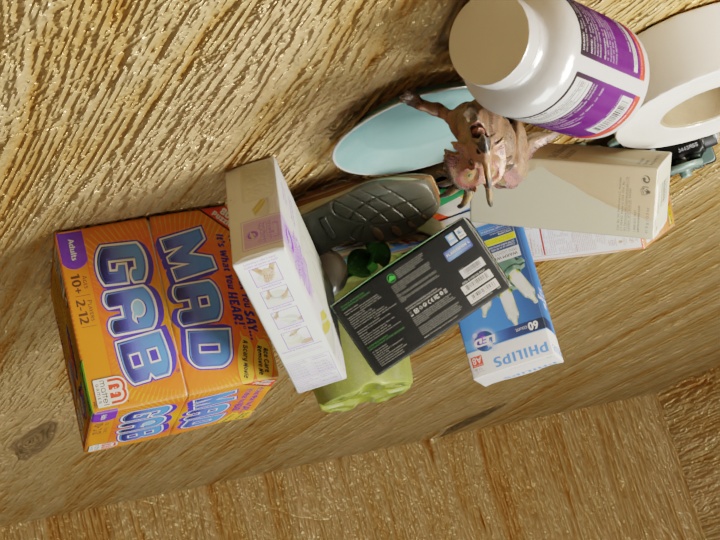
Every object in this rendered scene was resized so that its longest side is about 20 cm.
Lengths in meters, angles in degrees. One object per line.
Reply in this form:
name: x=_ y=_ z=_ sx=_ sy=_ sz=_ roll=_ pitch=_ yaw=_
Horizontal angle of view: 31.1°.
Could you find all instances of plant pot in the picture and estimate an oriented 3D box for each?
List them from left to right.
plant pot: x=-0.015 y=0.087 z=1.751 sx=0.200 sy=0.185 sz=0.200 roll=-14 pitch=165 yaw=-4

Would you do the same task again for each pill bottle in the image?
pill bottle: x=0.162 y=-0.181 z=1.118 sx=0.112 sy=0.113 sz=0.200 roll=-26 pitch=161 yaw=33

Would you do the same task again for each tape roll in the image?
tape roll: x=0.347 y=-0.198 z=1.324 sx=0.202 sy=0.071 sz=0.203 roll=-15 pitch=164 yaw=-4

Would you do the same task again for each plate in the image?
plate: x=0.065 y=-0.148 z=1.304 sx=0.199 sy=0.026 sz=0.200 roll=-15 pitch=164 yaw=-4

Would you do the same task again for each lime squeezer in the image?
lime squeezer: x=0.000 y=0.000 z=1.512 sx=0.038 sy=0.071 sz=0.200 roll=35 pitch=158 yaw=-13

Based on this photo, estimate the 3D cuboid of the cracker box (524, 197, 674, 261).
cracker box: x=0.278 y=-0.055 z=1.626 sx=0.199 sy=0.058 sz=0.134 roll=-6 pitch=-169 yaw=31

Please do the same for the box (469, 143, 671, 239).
box: x=0.223 y=-0.089 z=1.379 sx=0.199 sy=0.078 sz=0.095 roll=6 pitch=-162 yaw=19

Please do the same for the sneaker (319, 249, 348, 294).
sneaker: x=-0.073 y=0.006 z=1.528 sx=0.088 sy=0.076 sz=0.200 roll=-8 pitch=178 yaw=-45

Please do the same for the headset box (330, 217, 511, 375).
headset box: x=0.072 y=0.024 z=1.440 sx=0.174 sy=0.093 sz=0.200 roll=-34 pitch=178 yaw=7

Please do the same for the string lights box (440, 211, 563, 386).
string lights box: x=0.163 y=0.027 z=1.547 sx=0.102 sy=0.201 sz=0.059 roll=-20 pitch=160 yaw=15

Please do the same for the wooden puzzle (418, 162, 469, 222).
wooden puzzle: x=0.112 y=-0.087 z=1.543 sx=0.185 sy=0.037 sz=0.200 roll=-26 pitch=162 yaw=32

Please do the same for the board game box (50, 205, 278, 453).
board game box: x=-0.225 y=0.068 z=1.440 sx=0.199 sy=0.201 sz=0.200 roll=-11 pitch=164 yaw=-18

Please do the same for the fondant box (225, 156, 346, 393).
fondant box: x=-0.076 y=0.006 z=1.327 sx=0.058 sy=0.145 sz=0.200 roll=-18 pitch=133 yaw=7

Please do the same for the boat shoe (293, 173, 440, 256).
boat shoe: x=-0.011 y=-0.072 z=1.419 sx=0.199 sy=0.074 sz=0.076 roll=-14 pitch=123 yaw=17

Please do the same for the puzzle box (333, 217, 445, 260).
puzzle box: x=-0.013 y=-0.037 z=1.543 sx=0.199 sy=0.026 sz=0.133 roll=-13 pitch=163 yaw=29

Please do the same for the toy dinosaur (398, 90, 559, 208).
toy dinosaur: x=0.121 y=-0.110 z=1.191 sx=0.086 sy=0.136 sz=0.200 roll=-33 pitch=152 yaw=28

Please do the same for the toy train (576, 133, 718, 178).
toy train: x=0.331 y=-0.129 z=1.545 sx=0.199 sy=0.086 sz=0.114 roll=-21 pitch=174 yaw=18
